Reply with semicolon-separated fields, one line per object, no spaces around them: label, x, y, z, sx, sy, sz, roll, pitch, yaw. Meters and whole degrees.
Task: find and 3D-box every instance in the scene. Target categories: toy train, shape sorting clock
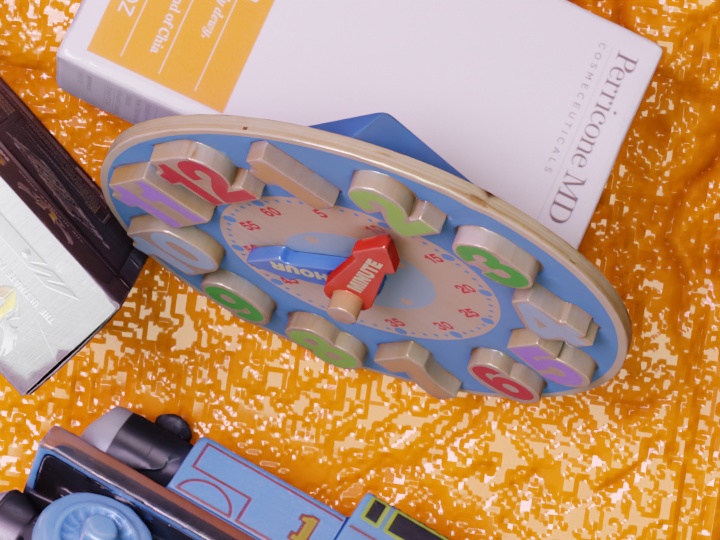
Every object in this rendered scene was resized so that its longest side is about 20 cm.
toy train;-0.045;0.124;1.118;0.199;0.114;0.087;29;136;6
shape sorting clock;0.000;0.000;1.064;0.199;0.200;0.039;26;67;-3

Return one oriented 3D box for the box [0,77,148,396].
box;-0.161;-0.055;1.070;0.048;0.158;0.200;-41;97;6

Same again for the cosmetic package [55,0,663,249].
cosmetic package;-0.002;-0.075;1.098;0.199;0.071;0.102;24;82;-3
